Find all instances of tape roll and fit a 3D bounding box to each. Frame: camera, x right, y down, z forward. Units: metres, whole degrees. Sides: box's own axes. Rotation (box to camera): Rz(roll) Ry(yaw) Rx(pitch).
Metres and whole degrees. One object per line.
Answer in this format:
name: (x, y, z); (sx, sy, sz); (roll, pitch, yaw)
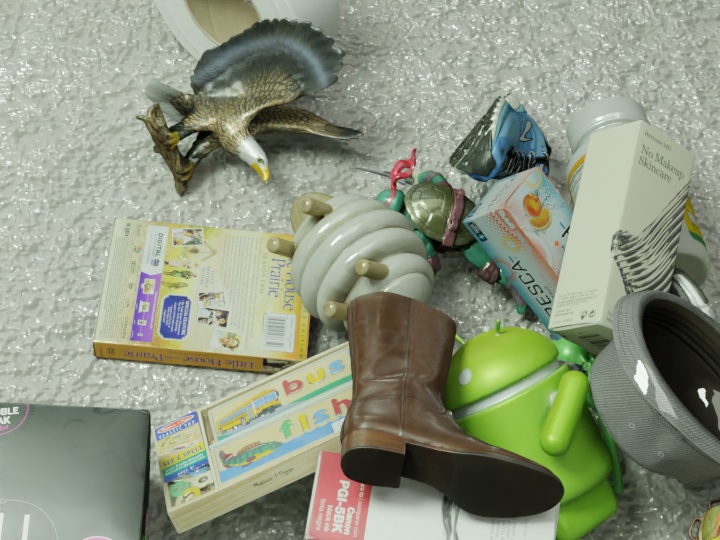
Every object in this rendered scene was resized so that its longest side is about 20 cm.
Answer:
tape roll: (-0.120, -0.282, 1.573); (0.202, 0.203, 0.071); (32, 57, 14)

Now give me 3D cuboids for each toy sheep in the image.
toy sheep: (0.000, 0.000, 1.409); (0.137, 0.138, 0.200); (-24, 58, -22)

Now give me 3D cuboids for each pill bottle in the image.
pill bottle: (0.267, -0.070, 1.532); (0.112, 0.113, 0.201); (-5, 57, -11)

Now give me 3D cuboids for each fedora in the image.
fedora: (0.268, 0.113, 1.290); (0.200, 0.090, 0.177); (37, 35, -10)

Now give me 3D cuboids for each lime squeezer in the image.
lime squeezer: (0.196, 0.108, 1.425); (0.071, 0.038, 0.200); (-45, 65, 16)

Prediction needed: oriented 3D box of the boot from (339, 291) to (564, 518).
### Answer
boot: (0.074, 0.100, 1.261); (0.185, 0.064, 0.201); (15, 36, -7)

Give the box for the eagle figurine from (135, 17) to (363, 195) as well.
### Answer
eagle figurine: (-0.109, -0.154, 1.526); (0.199, 0.152, 0.152); (-31, 100, -7)

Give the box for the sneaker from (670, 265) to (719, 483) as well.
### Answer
sneaker: (0.279, 0.101, 1.405); (0.115, 0.075, 0.201); (-24, 89, -15)

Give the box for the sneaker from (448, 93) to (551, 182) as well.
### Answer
sneaker: (0.153, -0.121, 1.534); (0.090, 0.078, 0.200); (41, 23, 4)

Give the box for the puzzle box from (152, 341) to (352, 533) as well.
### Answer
puzzle box: (-0.078, 0.138, 1.322); (0.199, 0.026, 0.133); (-25, 28, -2)

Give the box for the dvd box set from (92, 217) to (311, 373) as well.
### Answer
dvd box set: (-0.144, 0.023, 1.461); (0.198, 0.029, 0.147); (5, 55, -3)

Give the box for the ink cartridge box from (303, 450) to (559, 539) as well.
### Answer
ink cartridge box: (0.052, 0.232, 1.273); (0.199, 0.147, 0.083); (10, 55, 0)

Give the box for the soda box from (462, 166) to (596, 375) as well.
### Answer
soda box: (0.188, 0.003, 1.441); (0.200, 0.068, 0.064); (51, 58, -14)

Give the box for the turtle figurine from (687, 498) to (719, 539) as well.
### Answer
turtle figurine: (0.302, 0.234, 1.296); (0.064, 0.162, 0.200); (34, 58, 14)

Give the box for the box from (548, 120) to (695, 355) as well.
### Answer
box: (0.237, -0.026, 1.393); (0.082, 0.068, 0.201); (26, 68, -31)

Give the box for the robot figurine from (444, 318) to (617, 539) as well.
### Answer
robot figurine: (0.144, 0.139, 1.346); (0.115, 0.175, 0.201); (-26, 89, -32)

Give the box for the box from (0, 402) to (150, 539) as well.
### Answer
box: (-0.248, 0.224, 1.252); (0.147, 0.125, 0.201); (4, 54, -6)

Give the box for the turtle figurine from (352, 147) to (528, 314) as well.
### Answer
turtle figurine: (0.078, -0.036, 1.494); (0.199, 0.101, 0.151); (21, 68, -7)
